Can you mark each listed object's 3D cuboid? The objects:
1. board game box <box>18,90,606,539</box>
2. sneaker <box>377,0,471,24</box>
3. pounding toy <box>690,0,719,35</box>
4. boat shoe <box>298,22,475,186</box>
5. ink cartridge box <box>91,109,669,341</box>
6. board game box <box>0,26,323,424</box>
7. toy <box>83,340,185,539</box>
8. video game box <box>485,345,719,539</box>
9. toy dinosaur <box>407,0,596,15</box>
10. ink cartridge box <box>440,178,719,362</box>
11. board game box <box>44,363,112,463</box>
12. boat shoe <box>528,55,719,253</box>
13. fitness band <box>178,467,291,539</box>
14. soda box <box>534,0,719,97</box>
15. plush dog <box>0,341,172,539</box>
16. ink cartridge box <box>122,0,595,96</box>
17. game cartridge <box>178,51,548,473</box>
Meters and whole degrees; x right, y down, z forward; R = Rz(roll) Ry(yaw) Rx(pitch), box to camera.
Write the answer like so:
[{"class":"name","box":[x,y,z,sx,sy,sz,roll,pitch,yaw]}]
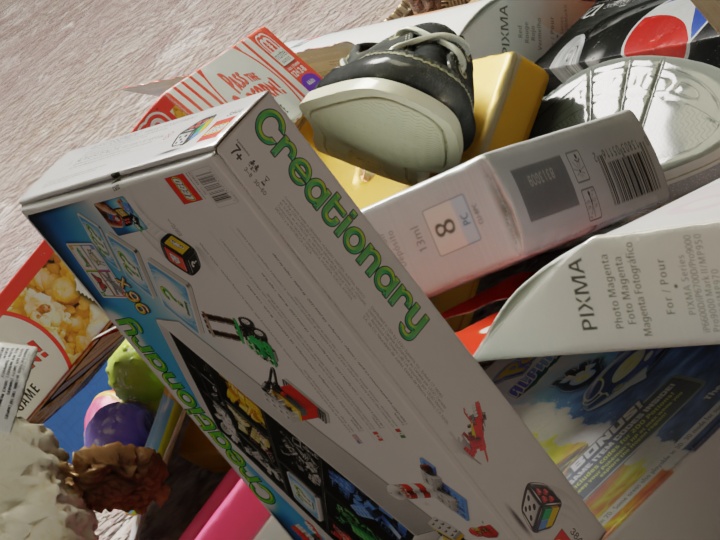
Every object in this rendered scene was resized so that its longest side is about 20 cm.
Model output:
[{"class":"board game box","box":[-0.018,0.033,0.910,0.126,0.200,0.035,-11,33,52]},{"class":"sneaker","box":[0.042,-0.139,1.567,0.200,0.070,0.108,-48,-5,17]},{"class":"pounding toy","box":[0.262,-0.143,1.053,0.200,0.184,0.142,-26,23,44]},{"class":"boat shoe","box":[0.017,-0.079,1.124,0.200,0.072,0.068,156,139,-87]},{"class":"ink cartridge box","box":[0.011,-0.003,1.092,0.200,0.047,0.160,-25,-1,28]},{"class":"board game box","box":[-0.106,-0.008,1.161,0.200,0.046,0.152,-49,0,20]},{"class":"toy","box":[-0.107,0.063,1.287,0.200,0.047,0.115,-74,4,-65]},{"class":"video game box","box":[0.094,0.068,1.014,0.200,0.047,0.182,-42,18,-18]},{"class":"toy dinosaur","box":[0.109,-0.136,1.430,0.200,0.086,0.136,-46,44,11]},{"class":"ink cartridge box","box":[0.103,-0.008,0.951,0.200,0.057,0.162,-1,13,33]},{"class":"board game box","box":[-0.146,0.044,1.463,0.152,0.045,0.200,-22,22,52]},{"class":"boat shoe","box":[0.107,-0.044,1.231,0.202,0.065,0.075,-19,48,42]},{"class":"fitness band","box":[-0.038,0.091,1.102,0.200,0.037,0.144,-52,5,-1]},{"class":"soda box","box":[0.170,-0.097,1.232,0.063,0.071,0.200,-46,21,-27]},{"class":"plush dog","box":[-0.171,0.141,1.085,0.160,0.200,0.172,-11,-37,-34]},{"class":"ink cartridge box","box":[0.002,-0.114,1.341,0.162,0.050,0.200,-7,-9,43]},{"class":"game cartridge","box":[0.000,0.000,1.249,0.176,0.032,0.200,-7,60,54]}]
